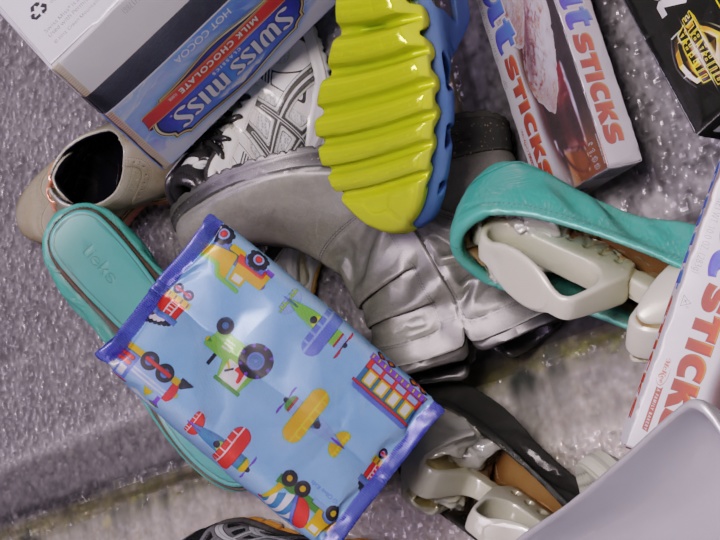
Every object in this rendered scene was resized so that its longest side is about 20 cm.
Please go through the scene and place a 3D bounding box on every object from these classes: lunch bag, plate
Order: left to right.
[{"bbox_3d":[-0.056,0.061,0.995,0.150,0.200,0.094,40,81,-3],"label":"lunch bag"},{"bbox_3d":[0.152,0.166,0.750,0.201,0.032,0.200,60,150,14],"label":"plate"}]

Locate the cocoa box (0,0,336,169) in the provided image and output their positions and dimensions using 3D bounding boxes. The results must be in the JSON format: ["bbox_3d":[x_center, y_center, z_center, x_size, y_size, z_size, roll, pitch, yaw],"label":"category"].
[{"bbox_3d":[-0.100,-0.185,1.030,0.200,0.131,0.133,-44,58,1],"label":"cocoa box"}]

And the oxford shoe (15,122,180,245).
[{"bbox_3d":[-0.172,-0.059,1.171,0.199,0.073,0.071,-23,74,48],"label":"oxford shoe"}]

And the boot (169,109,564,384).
[{"bbox_3d":[0.000,0.000,0.985,0.199,0.068,0.132,-13,78,11],"label":"boot"}]

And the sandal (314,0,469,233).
[{"bbox_3d":[0.026,-0.119,0.937,0.079,0.087,0.202,6,98,39],"label":"sandal"}]

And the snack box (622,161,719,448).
[{"bbox_3d":[0.180,-0.007,0.811,0.071,0.024,0.201,19,91,3],"label":"snack box"}]

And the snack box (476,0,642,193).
[{"bbox_3d":[0.087,-0.138,0.950,0.072,0.024,0.201,-33,73,64],"label":"snack box"}]

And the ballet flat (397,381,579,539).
[{"bbox_3d":[0.068,0.111,0.965,0.200,0.068,0.068,33,111,37],"label":"ballet flat"}]

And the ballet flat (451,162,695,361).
[{"bbox_3d":[0.127,0.009,0.883,0.199,0.070,0.068,22,140,28],"label":"ballet flat"}]

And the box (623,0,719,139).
[{"bbox_3d":[0.182,-0.188,0.879,0.160,0.049,0.201,-41,64,37],"label":"box"}]

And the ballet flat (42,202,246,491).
[{"bbox_3d":[-0.116,0.042,1.126,0.067,0.070,0.200,-37,92,-2],"label":"ballet flat"}]

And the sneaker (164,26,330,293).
[{"bbox_3d":[-0.069,-0.069,1.077,0.075,0.087,0.202,-7,84,43],"label":"sneaker"}]

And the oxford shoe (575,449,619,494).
[{"bbox_3d":[0.168,0.137,0.808,0.200,0.058,0.075,37,156,44],"label":"oxford shoe"}]

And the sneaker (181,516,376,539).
[{"bbox_3d":[-0.064,0.183,1.078,0.199,0.077,0.079,-11,84,43],"label":"sneaker"}]
